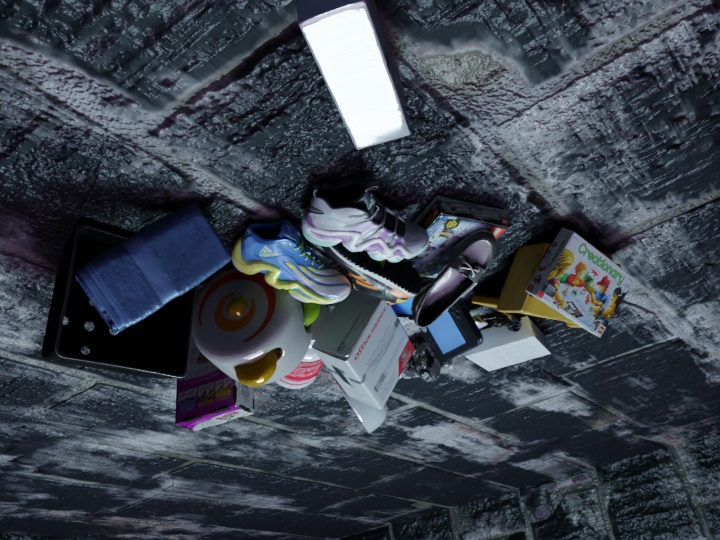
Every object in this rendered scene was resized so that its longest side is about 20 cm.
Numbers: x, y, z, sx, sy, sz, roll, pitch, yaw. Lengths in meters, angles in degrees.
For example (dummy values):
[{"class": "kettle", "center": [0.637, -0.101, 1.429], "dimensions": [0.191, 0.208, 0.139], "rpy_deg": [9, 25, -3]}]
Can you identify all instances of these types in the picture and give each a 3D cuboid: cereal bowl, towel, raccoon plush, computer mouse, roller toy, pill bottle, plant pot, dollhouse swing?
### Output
[{"class": "cereal bowl", "center": [-0.002, 0.236, 1.468], "dimensions": [0.083, 0.200, 0.200], "rpy_deg": [-31, 149, -5]}, {"class": "towel", "center": [-0.296, -0.006, 1.005], "dimensions": [0.200, 0.049, 0.112], "rpy_deg": [-33, 110, -17]}, {"class": "raccoon plush", "center": [0.114, 0.218, 1.560], "dimensions": [0.134, 0.097, 0.200], "rpy_deg": [-15, 150, 26]}, {"class": "computer mouse", "center": [0.218, 0.115, 1.407], "dimensions": [0.200, 0.044, 0.110], "rpy_deg": [-7, 171, 24]}, {"class": "roller toy", "center": [-0.184, 0.089, 1.167], "dimensions": [0.182, 0.200, 0.140], "rpy_deg": [16, 157, 26]}, {"class": "pill bottle", "center": [-0.113, 0.141, 1.345], "dimensions": [0.112, 0.112, 0.200], "rpy_deg": [2, 148, -16]}, {"class": "plant pot", "center": [-0.392, 0.069, 1.098], "dimensions": [0.200, 0.200, 0.177], "rpy_deg": [18, 154, -37]}, {"class": "dollhouse swing", "center": [0.341, 0.018, 1.330], "dimensions": [0.200, 0.176, 0.182], "rpy_deg": [12, 102, -30]}]

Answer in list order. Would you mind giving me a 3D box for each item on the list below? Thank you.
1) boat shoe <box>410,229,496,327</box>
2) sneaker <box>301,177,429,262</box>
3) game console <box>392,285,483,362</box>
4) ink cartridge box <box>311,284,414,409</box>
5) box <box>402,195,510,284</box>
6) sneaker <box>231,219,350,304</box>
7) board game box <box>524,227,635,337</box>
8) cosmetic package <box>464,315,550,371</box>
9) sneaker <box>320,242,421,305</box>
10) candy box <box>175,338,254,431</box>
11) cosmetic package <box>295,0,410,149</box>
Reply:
[{"class": "boat shoe", "center": [0.154, 0.021, 1.140], "dimensions": [0.067, 0.057, 0.200], "rpy_deg": [31, 122, -14]}, {"class": "sneaker", "center": [0.019, -0.084, 1.026], "dimensions": [0.200, 0.078, 0.140], "rpy_deg": [6, 145, -11]}, {"class": "game console", "center": [0.108, 0.102, 1.299], "dimensions": [0.118, 0.171, 0.200], "rpy_deg": [-26, 171, -21]}, {"class": "ink cartridge box", "center": [0.010, 0.143, 1.292], "dimensions": [0.084, 0.144, 0.200], "rpy_deg": [17, 153, 32]}, {"class": "box", "center": [0.136, -0.043, 1.171], "dimensions": [0.137, 0.040, 0.200], "rpy_deg": [7, 146, -26]}, {"class": "sneaker", "center": [-0.101, -0.016, 1.092], "dimensions": [0.200, 0.076, 0.105], "rpy_deg": [17, 137, -8]}, {"class": "board game box", "center": [0.391, 0.024, 1.234], "dimensions": [0.200, 0.035, 0.126], "rpy_deg": [28, 93, -33]}, {"class": "cosmetic package", "center": [0.321, 0.164, 1.528], "dimensions": [0.151, 0.052, 0.200], "rpy_deg": [-22, 156, 17]}, {"class": "sneaker", "center": [0.000, 0.000, 1.142], "dimensions": [0.200, 0.070, 0.090], "rpy_deg": [30, 137, -21]}, {"class": "candy box", "center": [-0.268, 0.179, 1.284], "dimensions": [0.136, 0.200, 0.061], "rpy_deg": [-20, 147, 21]}, {"class": "cosmetic package", "center": [-0.005, -0.236, 0.755], "dimensions": [0.074, 0.102, 0.200], "rpy_deg": [-14, 150, 12]}]
